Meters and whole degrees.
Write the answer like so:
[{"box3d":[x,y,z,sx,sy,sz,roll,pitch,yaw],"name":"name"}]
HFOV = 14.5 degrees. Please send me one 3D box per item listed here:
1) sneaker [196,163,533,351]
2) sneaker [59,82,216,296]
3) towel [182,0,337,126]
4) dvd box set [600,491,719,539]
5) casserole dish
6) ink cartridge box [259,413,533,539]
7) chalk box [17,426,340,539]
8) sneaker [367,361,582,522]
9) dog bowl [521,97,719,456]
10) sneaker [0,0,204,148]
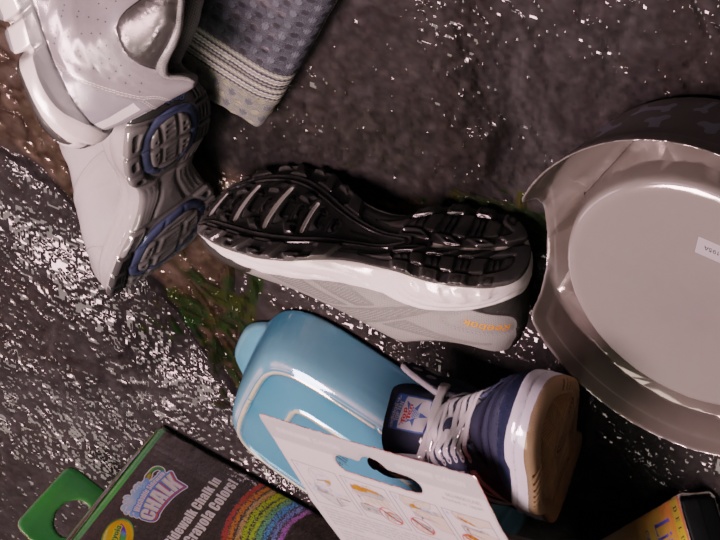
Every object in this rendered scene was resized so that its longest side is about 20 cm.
[{"box3d":[0.000,0.000,1.526,0.200,0.074,0.079,15,140,24],"name":"sneaker"},{"box3d":[-0.131,-0.063,1.569,0.087,0.074,0.200,43,149,22],"name":"sneaker"},{"box3d":[-0.100,-0.185,1.461,0.200,0.035,0.193,34,143,1],"name":"towel"},{"box3d":[0.151,0.226,1.598,0.200,0.029,0.147,-39,60,49],"name":"dvd box set"},{"box3d":[0.004,0.105,1.648,0.200,0.039,0.121,34,140,5],"name":"casserole dish"},{"box3d":[0.052,0.141,1.535,0.160,0.047,0.200,13,147,41],"name":"ink cartridge box"},{"box3d":[-0.116,0.195,1.756,0.200,0.125,0.124,28,139,13],"name":"chalk box"},{"box3d":[0.058,0.084,1.504,0.108,0.070,0.200,19,169,11],"name":"sneaker"},{"box3d":[0.176,0.000,1.406,0.200,0.059,0.200,20,137,20],"name":"dog bowl"},{"box3d":[-0.139,-0.171,1.437,0.115,0.075,0.200,-21,102,17],"name":"sneaker"}]
